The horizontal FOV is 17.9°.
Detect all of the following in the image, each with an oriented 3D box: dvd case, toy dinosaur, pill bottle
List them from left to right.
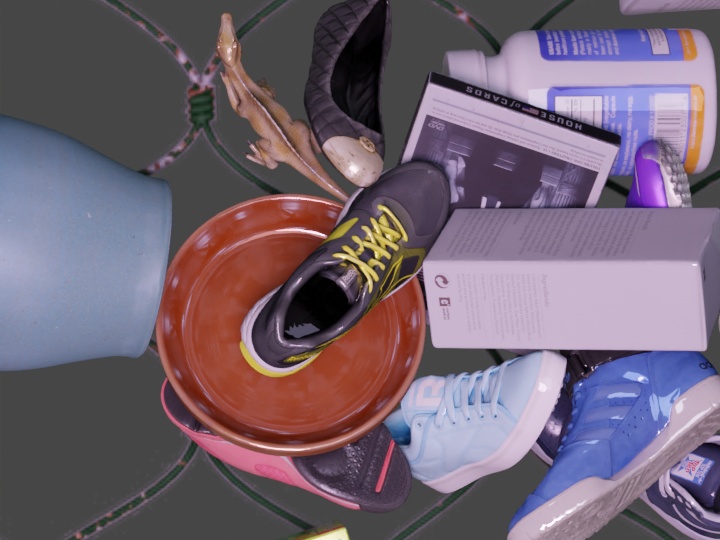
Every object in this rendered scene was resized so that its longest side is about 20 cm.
[{"bbox_3d":[-0.057,-0.099,1.720,0.058,0.101,0.200,-40,92,-3],"label":"toy dinosaur"},{"bbox_3d":[0.092,-0.038,1.708,0.150,0.025,0.201,18,122,-1],"label":"dvd case"},{"bbox_3d":[0.163,-0.126,1.729,0.199,0.112,0.113,-1,87,-3],"label":"pill bottle"}]

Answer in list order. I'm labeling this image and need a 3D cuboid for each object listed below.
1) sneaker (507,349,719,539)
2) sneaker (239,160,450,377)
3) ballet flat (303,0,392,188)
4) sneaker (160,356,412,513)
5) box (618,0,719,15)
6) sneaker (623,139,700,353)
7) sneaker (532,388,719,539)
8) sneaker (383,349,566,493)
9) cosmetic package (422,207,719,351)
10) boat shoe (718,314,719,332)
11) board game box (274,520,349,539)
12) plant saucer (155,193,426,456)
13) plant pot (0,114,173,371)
[{"bbox_3d":[0.164,0.114,1.649,0.200,0.077,0.111,-38,65,-8],"label":"sneaker"},{"bbox_3d":[0.000,0.000,1.632,0.074,0.085,0.200,43,77,-7],"label":"sneaker"},{"bbox_3d":[-0.005,-0.138,1.694,0.057,0.201,0.066,-35,126,28],"label":"ballet flat"},{"bbox_3d":[-0.053,0.126,1.715,0.199,0.087,0.074,24,71,6],"label":"sneaker"},{"bbox_3d":[0.263,-0.307,1.701,0.130,0.200,0.200,-5,87,-4],"label":"box"},{"bbox_3d":[0.202,-0.002,1.713,0.099,0.070,0.201,-4,122,9],"label":"sneaker"},{"bbox_3d":[0.213,0.136,1.708,0.199,0.109,0.070,30,77,-3],"label":"sneaker"},{"bbox_3d":[0.073,0.105,1.668,0.082,0.200,0.074,25,53,-18],"label":"sneaker"},{"bbox_3d":[0.154,0.005,1.634,0.199,0.101,0.072,0,114,18],"label":"cosmetic package"},{"bbox_3d":[0.364,-0.003,1.752,0.200,0.064,0.071,-42,57,17],"label":"boat shoe"},{"bbox_3d":[-0.101,0.240,1.698,0.199,0.102,0.048,-17,88,-4],"label":"board game box"},{"bbox_3d":[-0.051,0.041,1.684,0.199,0.032,0.201,1,68,-3],"label":"plant saucer"},{"bbox_3d":[-0.240,-0.015,1.670,0.187,0.200,0.201,9,86,-14],"label":"plant pot"}]
